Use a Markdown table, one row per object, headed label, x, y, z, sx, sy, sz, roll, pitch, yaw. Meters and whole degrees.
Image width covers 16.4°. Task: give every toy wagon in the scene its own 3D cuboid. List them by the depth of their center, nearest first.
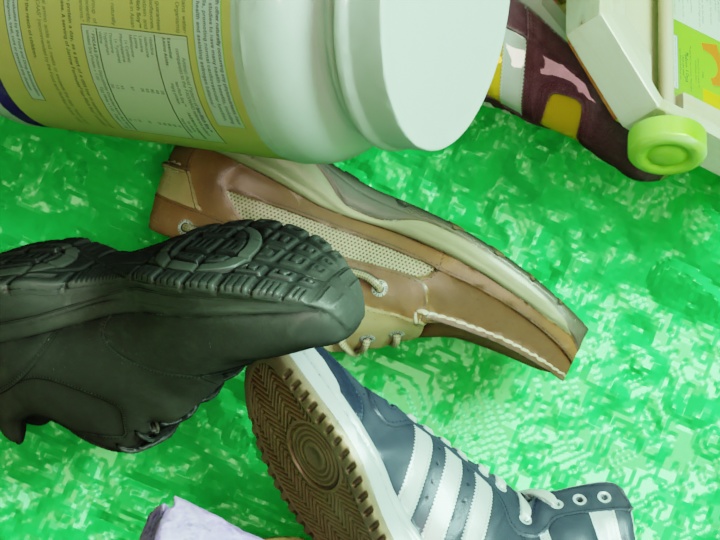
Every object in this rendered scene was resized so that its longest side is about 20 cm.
| label | x | y | z | sx | sy | sz | roll | pitch | yaw |
| --- | --- | --- | --- | --- | --- | --- | --- | --- | --- |
| toy wagon | 0.172 | -0.094 | 1.087 | 0.200 | 0.040 | 0.155 | 23 | 56 | -32 |

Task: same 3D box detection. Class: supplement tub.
| label | x | y | z | sx | sy | sz | roll | pitch | yaw |
| --- | --- | --- | --- | --- | --- | --- | --- | --- | --- |
| supplement tub | -0.054 | -0.120 | 1.000 | 0.200 | 0.145 | 0.146 | 9 | 86 | 25 |

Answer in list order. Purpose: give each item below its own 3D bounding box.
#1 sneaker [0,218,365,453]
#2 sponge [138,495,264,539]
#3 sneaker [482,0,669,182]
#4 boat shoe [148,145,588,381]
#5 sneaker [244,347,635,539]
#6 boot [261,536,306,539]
| label | x | y | z | sx | sy | sz | roll | pitch | yaw |
| --- | --- | --- | --- | --- | --- | --- | --- | --- | --- |
| sneaker | -0.082 | 0.031 | 1.042 | 0.200 | 0.076 | 0.091 | -3 | 108 | 34 |
| sponge | -0.064 | 0.202 | 0.989 | 0.112 | 0.030 | 0.200 | 29 | 59 | -17 |
| sneaker | 0.051 | -0.099 | 1.096 | 0.090 | 0.075 | 0.200 | -43 | 96 | 15 |
| boat shoe | 0.000 | 0.000 | 1.083 | 0.200 | 0.076 | 0.074 | 29 | 90 | 4 |
| sneaker | 0.041 | 0.096 | 1.070 | 0.108 | 0.070 | 0.200 | -32 | 84 | -32 |
| boot | -0.100 | 0.207 | 1.047 | 0.200 | 0.073 | 0.156 | -12 | 75 | -12 |
